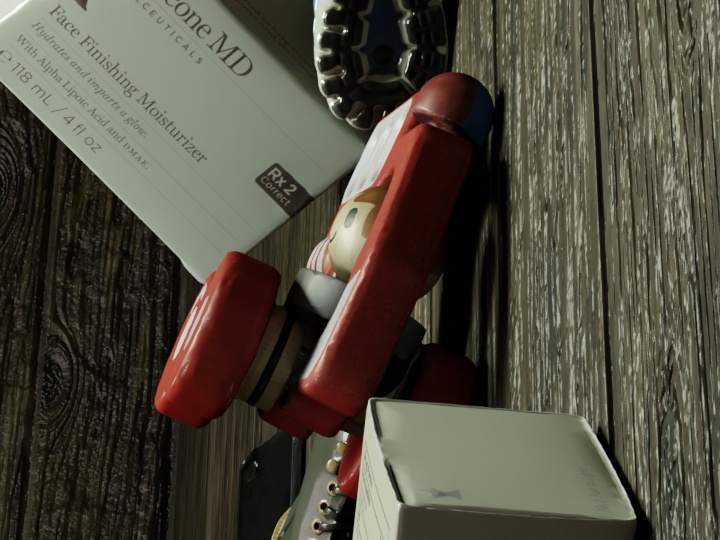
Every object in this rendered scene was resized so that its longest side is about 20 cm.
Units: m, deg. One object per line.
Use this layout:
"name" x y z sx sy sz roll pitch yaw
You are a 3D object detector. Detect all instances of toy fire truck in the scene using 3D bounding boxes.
"toy fire truck" 0.000 0.000 1.184 0.200 0.112 0.168 145 148 -81

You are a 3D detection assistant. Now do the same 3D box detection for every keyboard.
"keyboard" -0.054 0.205 1.837 0.104 0.040 0.201 -34 45 51

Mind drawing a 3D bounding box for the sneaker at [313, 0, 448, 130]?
"sneaker" 0.006 -0.169 1.333 0.089 0.078 0.201 -126 41 -77

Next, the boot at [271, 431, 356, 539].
"boot" -0.011 0.135 1.281 0.200 0.077 0.139 -95 16 -51

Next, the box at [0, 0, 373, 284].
"box" -0.106 -0.136 1.631 0.131 0.199 0.200 -38 24 16

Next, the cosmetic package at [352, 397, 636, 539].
"cosmetic package" 0.030 0.150 0.874 0.104 0.073 0.201 -106 22 -73
